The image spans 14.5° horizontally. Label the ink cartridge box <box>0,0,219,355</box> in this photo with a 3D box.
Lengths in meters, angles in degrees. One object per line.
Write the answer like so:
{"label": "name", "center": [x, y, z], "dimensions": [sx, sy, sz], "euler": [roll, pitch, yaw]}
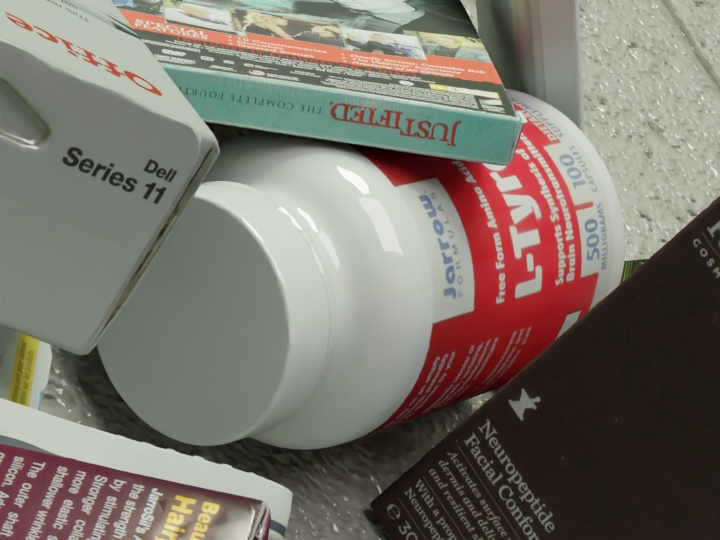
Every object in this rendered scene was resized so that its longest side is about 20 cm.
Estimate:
{"label": "ink cartridge box", "center": [-0.148, -0.072, 0.877], "dimensions": [0.146, 0.083, 0.200], "euler": [24, 14, -30]}

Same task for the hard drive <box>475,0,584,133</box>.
{"label": "hard drive", "center": [0.066, -0.096, 1.133], "dimensions": [0.026, 0.200, 0.132], "euler": [-11, 50, -1]}

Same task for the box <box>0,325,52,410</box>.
{"label": "box", "center": [-0.189, 0.012, 0.836], "dimensions": [0.200, 0.049, 0.082], "euler": [30, 36, -23]}

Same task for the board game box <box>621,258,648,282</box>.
{"label": "board game box", "center": [0.139, 0.077, 1.102], "dimensions": [0.105, 0.023, 0.200], "euler": [-8, 54, -44]}

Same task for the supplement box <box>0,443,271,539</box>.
{"label": "supplement box", "center": [-0.133, 0.099, 0.695], "dimensions": [0.199, 0.086, 0.110], "euler": [13, 36, 5]}

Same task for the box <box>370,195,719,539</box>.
{"label": "box", "center": [0.106, 0.062, 0.973], "dimensions": [0.075, 0.200, 0.100], "euler": [-14, 65, -53]}

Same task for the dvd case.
{"label": "dvd case", "center": [-0.025, -0.085, 1.030], "dimensions": [0.145, 0.022, 0.200], "euler": [8, 19, -8]}

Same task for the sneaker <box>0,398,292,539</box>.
{"label": "sneaker", "center": [-0.113, 0.073, 0.782], "dimensions": [0.200, 0.078, 0.080], "euler": [20, 79, -26]}

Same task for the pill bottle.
{"label": "pill bottle", "center": [0.000, 0.000, 1.003], "dimensions": [0.200, 0.112, 0.112], "euler": [-16, 67, -54]}
